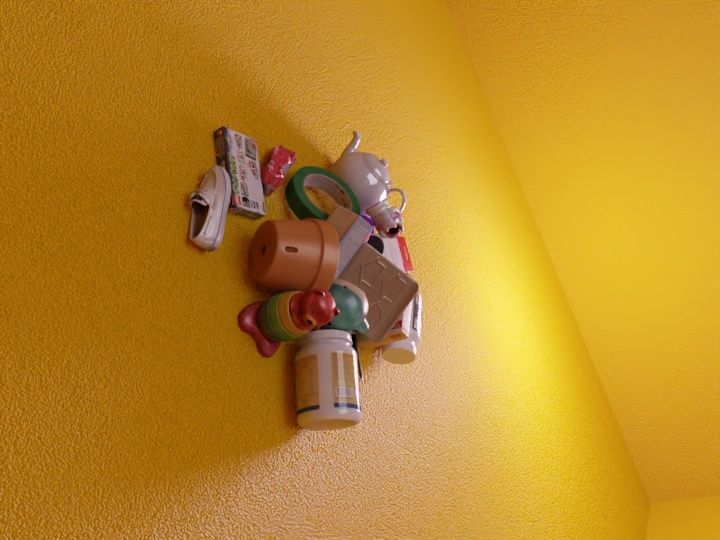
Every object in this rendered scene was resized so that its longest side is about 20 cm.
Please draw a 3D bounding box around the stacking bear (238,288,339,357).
[{"bbox_3d":[-0.139,0.094,1.392,0.122,0.200,0.114,56,37,-20],"label":"stacking bear"}]

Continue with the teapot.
[{"bbox_3d":[0.021,-0.260,1.856,0.200,0.146,0.198,38,26,-36],"label":"teapot"}]

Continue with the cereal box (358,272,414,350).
[{"bbox_3d":[0.070,0.110,1.765,0.040,0.144,0.200,45,38,-34],"label":"cereal box"}]

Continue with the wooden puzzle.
[{"bbox_3d":[0.019,0.053,1.620,0.200,0.185,0.046,37,-4,-16],"label":"wooden puzzle"}]

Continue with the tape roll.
[{"bbox_3d":[-0.096,-0.181,1.696,0.200,0.048,0.201,24,42,-23],"label":"tape roll"}]

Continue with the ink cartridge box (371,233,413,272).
[{"bbox_3d":[0.065,-0.038,1.829,0.200,0.067,0.116,0,74,-58],"label":"ink cartridge box"}]

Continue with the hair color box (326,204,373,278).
[{"bbox_3d":[-0.070,-0.052,1.582,0.061,0.099,0.200,39,85,-41],"label":"hair color box"}]

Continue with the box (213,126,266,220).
[{"bbox_3d":[-0.280,-0.225,1.521,0.110,0.035,0.200,14,61,-53],"label":"box"}]

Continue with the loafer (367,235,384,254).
[{"bbox_3d":[0.000,0.000,1.696,0.073,0.071,0.200,25,72,-5],"label":"loafer"}]

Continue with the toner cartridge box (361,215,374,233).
[{"bbox_3d":[-0.001,-0.068,1.851,0.095,0.043,0.200,29,50,-46],"label":"toner cartridge box"}]

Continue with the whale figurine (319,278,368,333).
[{"bbox_3d":[-0.060,0.115,1.524,0.159,0.200,0.104,25,43,7],"label":"whale figurine"}]

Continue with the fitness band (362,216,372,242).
[{"bbox_3d":[-0.035,-0.070,1.696,0.037,0.144,0.200,50,26,-17],"label":"fitness band"}]

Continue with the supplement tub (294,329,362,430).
[{"bbox_3d":[-0.074,0.246,1.465,0.145,0.145,0.200,25,53,-49],"label":"supplement tub"}]

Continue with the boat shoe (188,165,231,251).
[{"bbox_3d":[-0.325,-0.141,1.378,0.070,0.071,0.200,31,55,-49],"label":"boat shoe"}]

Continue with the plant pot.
[{"bbox_3d":[-0.160,-0.031,1.469,0.140,0.200,0.200,14,60,-34],"label":"plant pot"}]

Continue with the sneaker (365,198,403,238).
[{"bbox_3d":[0.075,-0.122,1.762,0.088,0.081,0.200,62,14,13],"label":"sneaker"}]

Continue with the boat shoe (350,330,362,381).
[{"bbox_3d":[-0.025,0.180,1.633,0.073,0.063,0.201,36,50,-56],"label":"boat shoe"}]

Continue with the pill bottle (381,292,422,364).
[{"bbox_3d":[0.113,0.153,1.833,0.116,0.116,0.200,41,42,-38],"label":"pill bottle"}]

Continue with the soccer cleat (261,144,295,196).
[{"bbox_3d":[-0.209,-0.253,1.631,0.067,0.077,0.200,26,27,-10],"label":"soccer cleat"}]
